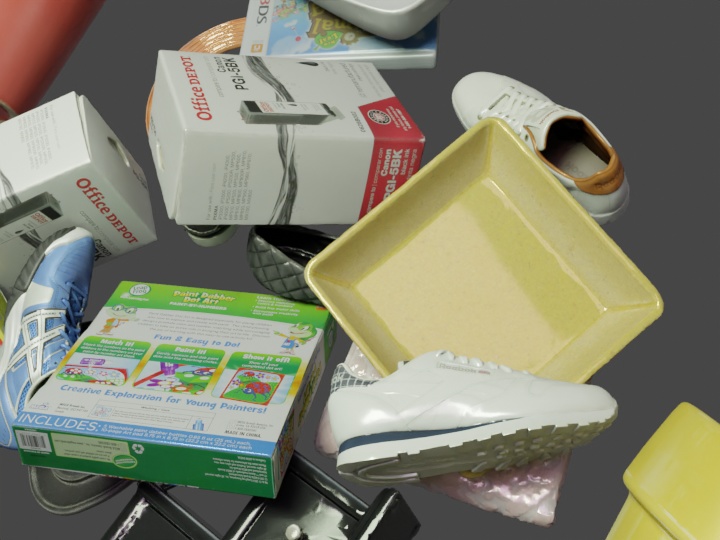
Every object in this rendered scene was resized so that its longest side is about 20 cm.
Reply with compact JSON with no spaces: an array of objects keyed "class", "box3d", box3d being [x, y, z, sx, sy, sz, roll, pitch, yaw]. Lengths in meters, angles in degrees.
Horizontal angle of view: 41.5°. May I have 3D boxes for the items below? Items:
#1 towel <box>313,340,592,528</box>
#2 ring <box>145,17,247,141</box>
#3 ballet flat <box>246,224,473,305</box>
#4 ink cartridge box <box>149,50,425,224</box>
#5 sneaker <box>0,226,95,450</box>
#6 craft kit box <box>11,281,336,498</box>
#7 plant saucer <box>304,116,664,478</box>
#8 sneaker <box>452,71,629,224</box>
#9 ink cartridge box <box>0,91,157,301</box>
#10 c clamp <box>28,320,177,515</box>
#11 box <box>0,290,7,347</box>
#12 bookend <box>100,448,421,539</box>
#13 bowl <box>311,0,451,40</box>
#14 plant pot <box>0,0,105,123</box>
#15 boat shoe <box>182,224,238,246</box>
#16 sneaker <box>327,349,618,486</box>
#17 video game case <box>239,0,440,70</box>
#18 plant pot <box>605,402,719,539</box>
[{"class":"towel","box3d":[0.082,0.084,0.760,0.197,0.032,0.194,13,68,22]},{"class":"ring","box3d":[-0.121,-0.171,0.954,0.197,0.019,0.204,-6,61,11]},{"class":"ballet flat","box3d":[0.000,0.000,0.773,0.196,0.057,0.067,6,58,10]},{"class":"ink cartridge box","box3d":[-0.066,-0.111,0.791,0.196,0.084,0.148,-1,36,-22]},{"class":"sneaker","box3d":[-0.266,0.061,0.824,0.076,0.076,0.203,13,78,20]},{"class":"craft kit box","box3d":[-0.134,0.083,0.744,0.196,0.049,0.199,5,34,11]},{"class":"plant saucer","box3d":[0.091,0.019,0.723,0.199,0.049,0.201,-39,78,-8]},{"class":"sneaker","box3d":[0.153,-0.128,0.820,0.073,0.085,0.200,-43,59,-8]},{"class":"ink cartridge box","box3d":[-0.306,-0.055,0.869,0.197,0.147,0.084,-23,60,3]},{"class":"c clamp","box3d":[-0.219,0.123,0.827,0.169,0.027,0.202,-29,59,7]},{"class":"box","box3d":[-0.408,0.085,0.861,0.197,0.076,0.050,-23,20,1]},{"class":"bookend","box3d":[-0.093,0.207,0.708,0.197,0.092,0.201,31,73,27]},{"class":"bowl","box3d":[0.026,-0.313,0.922,0.198,0.075,0.200,33,70,25]},{"class":"plant pot","box3d":[-0.383,-0.260,0.982,0.197,0.201,0.180,14,76,21]},{"class":"boat shoe","box3d":[-0.151,-0.124,0.891,0.070,0.061,0.204,-16,60,7]},{"class":"sneaker","box3d":[0.076,0.090,0.648,0.196,0.077,0.082,-5,57,-4]},{"class":"video game case","box3d":[-0.016,-0.278,0.964,0.196,0.022,0.185,0,61,9]},{"class":"plant pot","box3d":[0.215,0.218,0.573,0.201,0.200,0.190,42,96,29]}]
